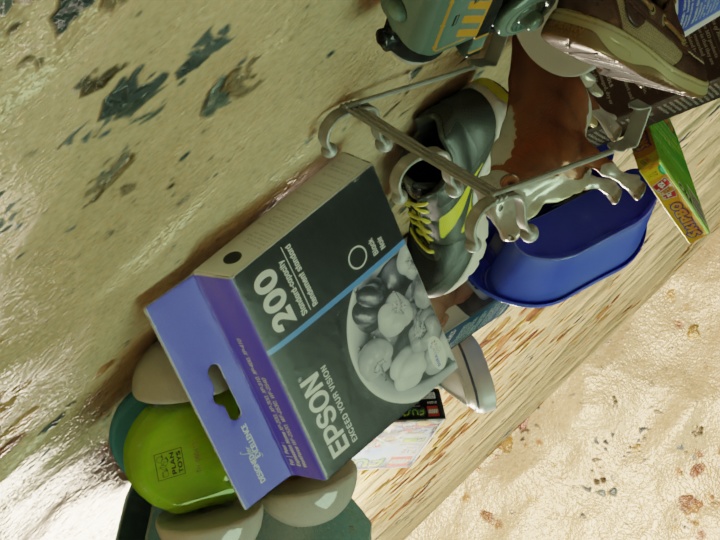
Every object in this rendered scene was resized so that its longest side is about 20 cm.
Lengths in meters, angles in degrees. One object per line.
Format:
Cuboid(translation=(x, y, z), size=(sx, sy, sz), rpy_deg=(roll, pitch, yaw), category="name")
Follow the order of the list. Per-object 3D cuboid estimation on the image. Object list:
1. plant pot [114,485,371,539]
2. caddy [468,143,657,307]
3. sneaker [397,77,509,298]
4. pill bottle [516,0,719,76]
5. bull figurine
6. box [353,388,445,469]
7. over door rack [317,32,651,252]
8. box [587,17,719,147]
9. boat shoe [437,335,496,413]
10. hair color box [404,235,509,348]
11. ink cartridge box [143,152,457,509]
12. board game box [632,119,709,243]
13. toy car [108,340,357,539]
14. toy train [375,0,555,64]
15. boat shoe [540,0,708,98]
Cuboid(translation=(-0.104, 0.258, 1.675), size=(0.196, 0.200, 0.196), rpy_deg=(122, -18, -51), category="plant pot")
Cuboid(translation=(0.177, -0.051, 1.800), size=(0.200, 0.141, 0.105), rpy_deg=(-26, 156, -23), category="caddy")
Cuboid(translation=(0.057, -0.062, 1.559), size=(0.085, 0.074, 0.200), rpy_deg=(-17, 133, -39), category="sneaker")
Cuboid(translation=(0.200, -0.212, 1.422), size=(0.200, 0.112, 0.112), rpy_deg=(-31, 163, -41), category="pill bottle")
Cuboid(translation=(0.150, -0.102, 1.474), size=(0.065, 0.121, 0.200), rpy_deg=(-47, -153, 52), category="bull figurine")
Cuboid(translation=(-0.030, 0.155, 1.878), size=(0.200, 0.035, 0.110), rpy_deg=(-1, 150, -20), category="box")
Cuboid(translation=(0.087, -0.089, 1.379), size=(0.200, 0.148, 0.067), rpy_deg=(-32, 144, -39), category="over door rack")
Cuboid(translation=(0.260, -0.172, 1.672), size=(0.200, 0.075, 0.100), rpy_deg=(-20, 173, 15), category="box")
Cuboid(translation=(0.069, 0.083, 1.872), size=(0.065, 0.200, 0.074), rpy_deg=(-19, 117, -12), category="boat shoe")
Cuboid(translation=(0.055, 0.025, 1.786), size=(0.200, 0.100, 0.061), rpy_deg=(-31, 162, -44), category="hair color box")
Cuboid(translation=(-0.038, 0.050, 1.434), size=(0.200, 0.043, 0.198), rpy_deg=(-39, 124, -23), category="ink cartridge box")
Cuboid(translation=(0.269, -0.116, 1.788), size=(0.030, 0.096, 0.200), rpy_deg=(-28, -148, 19), category="board game box")
Cuboid(translation=(-0.106, 0.119, 1.527), size=(0.200, 0.175, 0.150), rpy_deg=(-19, -162, -31), category="toy car")
Cuboid(translation=(0.070, -0.194, 1.173), size=(0.114, 0.085, 0.200), rpy_deg=(-24, 163, -21), category="toy train")
Cuboid(translation=(0.184, -0.162, 1.289), size=(0.200, 0.072, 0.072), rpy_deg=(13, 95, -57), category="boat shoe")
